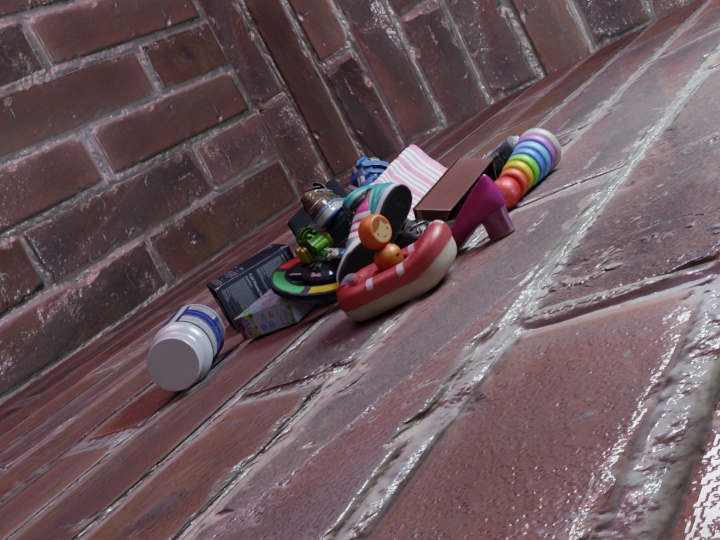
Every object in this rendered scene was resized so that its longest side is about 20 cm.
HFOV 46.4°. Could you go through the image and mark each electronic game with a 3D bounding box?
[{"bbox_3d":[-0.067,0.005,1.511,0.195,0.042,0.201,-8,24,4],"label":"electronic game"}]

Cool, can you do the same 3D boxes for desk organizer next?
[{"bbox_3d":[0.178,-0.132,1.543,0.076,0.073,0.200,4,36,34],"label":"desk organizer"}]

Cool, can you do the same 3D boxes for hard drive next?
[{"bbox_3d":[-0.072,-0.102,1.692,0.139,0.033,0.200,-44,28,4],"label":"hard drive"}]

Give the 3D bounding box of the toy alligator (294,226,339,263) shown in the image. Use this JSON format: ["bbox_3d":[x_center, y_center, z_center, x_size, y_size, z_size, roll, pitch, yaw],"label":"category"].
[{"bbox_3d":[-0.082,-0.051,1.481,0.059,0.055,0.200,-37,12,-12],"label":"toy alligator"}]

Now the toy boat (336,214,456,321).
[{"bbox_3d":[0.042,-0.023,1.245,0.197,0.132,0.131,-26,10,19],"label":"toy boat"}]

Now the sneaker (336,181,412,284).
[{"bbox_3d":[0.000,-0.068,1.452,0.202,0.083,0.120,-58,32,-5],"label":"sneaker"}]

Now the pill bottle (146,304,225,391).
[{"bbox_3d":[-0.315,0.139,1.519,0.114,0.117,0.200,-28,10,7],"label":"pill bottle"}]

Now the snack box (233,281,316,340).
[{"bbox_3d":[-0.131,0.051,1.606,0.141,0.054,0.200,-22,13,36],"label":"snack box"}]

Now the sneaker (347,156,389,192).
[{"bbox_3d":[0.029,-0.189,1.715,0.073,0.084,0.199,13,5,-25],"label":"sneaker"}]

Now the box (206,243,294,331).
[{"bbox_3d":[-0.225,0.032,1.823,0.180,0.105,0.200,-33,10,-11],"label":"box"}]

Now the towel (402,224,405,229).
[{"bbox_3d":[0.134,-0.095,1.665,0.143,0.023,0.199,-37,12,-30],"label":"towel"}]

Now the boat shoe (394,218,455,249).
[{"bbox_3d":[0.095,-0.053,1.434,0.198,0.066,0.073,-23,13,42],"label":"boat shoe"}]

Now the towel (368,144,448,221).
[{"bbox_3d":[0.112,-0.165,1.625,0.200,0.145,0.030,-47,-15,-46],"label":"towel"}]

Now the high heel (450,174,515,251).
[{"bbox_3d":[0.141,-0.074,1.315,0.197,0.097,0.067,-24,11,29],"label":"high heel"}]

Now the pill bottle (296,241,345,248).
[{"bbox_3d":[-0.037,-0.074,1.763,0.198,0.110,0.109,-27,9,40],"label":"pill bottle"}]

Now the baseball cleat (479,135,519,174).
[{"bbox_3d":[0.296,-0.227,1.759,0.106,0.070,0.200,-36,0,4],"label":"baseball cleat"}]

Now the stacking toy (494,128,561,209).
[{"bbox_3d":[0.280,-0.169,1.473,0.085,0.086,0.200,-19,20,45],"label":"stacking toy"}]

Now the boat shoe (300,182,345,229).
[{"bbox_3d":[-0.070,-0.125,1.546,0.072,0.072,0.200,-46,2,1],"label":"boat shoe"}]
